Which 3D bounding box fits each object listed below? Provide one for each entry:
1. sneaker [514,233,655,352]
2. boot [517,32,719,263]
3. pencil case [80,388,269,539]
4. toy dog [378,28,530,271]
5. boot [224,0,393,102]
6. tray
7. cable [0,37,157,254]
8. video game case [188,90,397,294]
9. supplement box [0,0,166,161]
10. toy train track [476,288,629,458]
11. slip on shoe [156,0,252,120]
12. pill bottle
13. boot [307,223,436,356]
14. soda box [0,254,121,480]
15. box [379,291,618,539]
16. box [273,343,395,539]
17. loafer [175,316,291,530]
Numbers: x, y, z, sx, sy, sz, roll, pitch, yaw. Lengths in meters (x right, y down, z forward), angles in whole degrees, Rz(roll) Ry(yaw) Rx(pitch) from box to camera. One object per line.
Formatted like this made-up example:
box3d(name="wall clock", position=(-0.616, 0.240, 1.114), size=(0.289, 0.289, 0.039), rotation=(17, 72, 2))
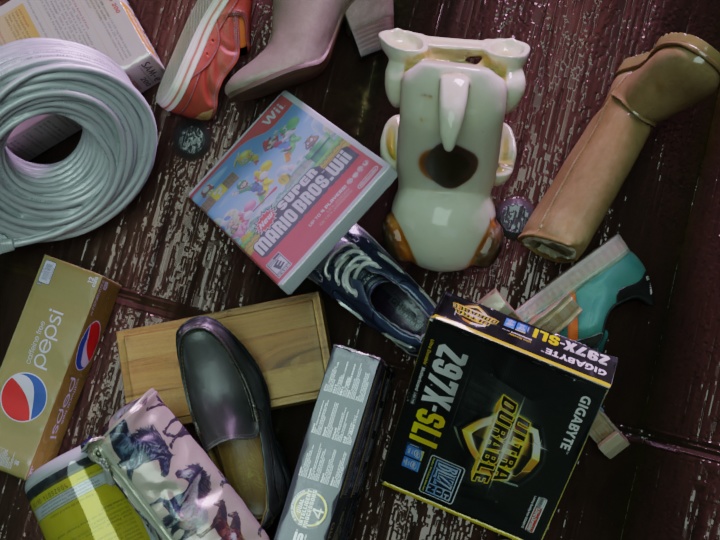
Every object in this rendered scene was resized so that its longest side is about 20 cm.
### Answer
box3d(name="sneaker", position=(0.180, 0.056, 1.091), size=(0.199, 0.071, 0.080), rotation=(-38, 85, 4))
box3d(name="boot", position=(0.233, -0.102, 1.066), size=(0.066, 0.175, 0.201), rotation=(33, 82, -6))
box3d(name="pencil case", position=(-0.153, 0.204, 1.021), size=(0.201, 0.078, 0.089), rotation=(52, 49, 0))
box3d(name="toy dog", position=(0.086, -0.098, 1.073), size=(0.138, 0.194, 0.202), rotation=(0, 115, -8))
box3d(name="boot", position=(-0.060, -0.261, 1.151), size=(0.198, 0.070, 0.148), rotation=(-21, 92, -16))
box3d(name="tray", position=(-0.126, 0.089, 1.131), size=(0.198, 0.037, 0.100), rotation=(-11, 81, 2))
box3d(name="cable", position=(-0.290, -0.116, 1.105), size=(0.198, 0.202, 0.069), rotation=(-7, 39, -23))
box3d(name="video game case", position=(-0.068, -0.078, 1.099), size=(0.143, 0.017, 0.200), rotation=(-48, 42, -2))
box3d(name="supplement box", position=(-0.307, -0.201, 1.171), size=(0.199, 0.074, 0.127), rotation=(-30, 80, 0))
box3d(name="toy train track", position=(0.174, 0.098, 1.058), size=(0.114, 0.033, 0.200), rotation=(-39, 108, 12))
box3d(name="slip on shoe", position=(-0.134, -0.238, 1.172), size=(0.061, 0.074, 0.202), rotation=(28, 77, -25))
box3d(name="pill bottle", position=(-0.214, 0.256, 1.074), size=(0.111, 0.112, 0.201), rotation=(-27, 80, 0))
box3d(name="boot", position=(0.000, 0.000, 1.103), size=(0.199, 0.090, 0.073), rotation=(37, 86, 12))
box3d(name="soda box", position=(-0.297, 0.093, 1.129), size=(0.063, 0.068, 0.202), rotation=(19, 83, 7))
box3d(name="box", position=(0.115, 0.133, 1.037), size=(0.158, 0.049, 0.201), rotation=(23, 126, 10))
box3d(name="box", position=(-0.022, 0.173, 1.045), size=(0.049, 0.161, 0.202), rotation=(16, 84, 7))
box3d(name="loafer", position=(-0.114, 0.138, 1.071), size=(0.072, 0.072, 0.202), rotation=(-23, 101, 7))
